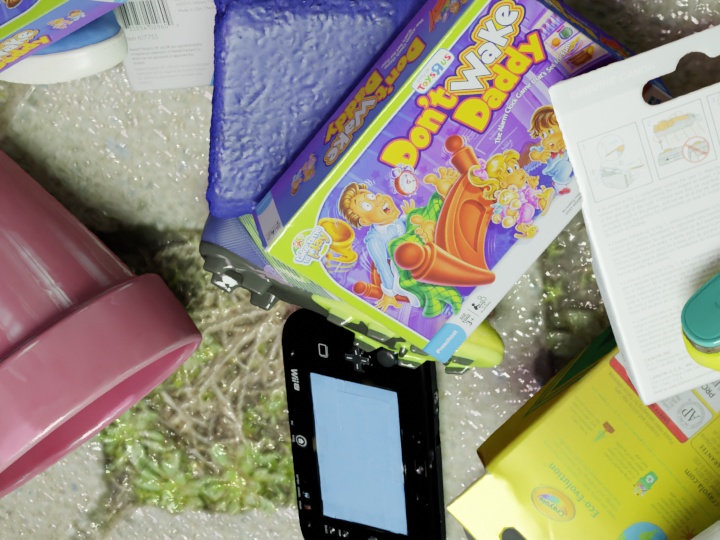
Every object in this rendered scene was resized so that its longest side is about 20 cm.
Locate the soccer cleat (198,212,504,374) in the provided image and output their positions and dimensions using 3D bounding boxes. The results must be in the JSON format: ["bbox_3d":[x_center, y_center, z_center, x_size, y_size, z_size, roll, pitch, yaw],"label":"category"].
[{"bbox_3d":[0.000,0.000,1.519,0.199,0.084,0.065,22,166,10],"label":"soccer cleat"}]

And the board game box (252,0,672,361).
[{"bbox_3d":[0.055,-0.062,1.391,0.134,0.045,0.200,31,109,-27],"label":"board game box"}]

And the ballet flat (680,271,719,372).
[{"bbox_3d":[0.260,-0.012,1.359,0.200,0.067,0.067,-40,134,11],"label":"ballet flat"}]

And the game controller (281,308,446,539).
[{"bbox_3d":[0.003,0.113,1.609,0.104,0.042,0.201,6,121,19],"label":"game controller"}]

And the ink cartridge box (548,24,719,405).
[{"bbox_3d":[0.200,-0.043,1.388,0.162,0.057,0.201,-20,109,0],"label":"ink cartridge box"}]

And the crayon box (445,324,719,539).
[{"bbox_3d":[0.159,0.109,1.480,0.200,0.051,0.127,-42,100,3],"label":"crayon box"}]

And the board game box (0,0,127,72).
[{"bbox_3d":[-0.223,-0.177,1.398,0.199,0.045,0.135,-25,77,31],"label":"board game box"}]

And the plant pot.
[{"bbox_3d":[-0.228,0.029,1.572,0.200,0.200,0.179,-39,86,35],"label":"plant pot"}]

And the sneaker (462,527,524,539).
[{"bbox_3d":[0.164,0.186,1.580,0.200,0.075,0.106,41,138,-5],"label":"sneaker"}]

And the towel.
[{"bbox_3d":[0.011,-0.100,1.423,0.199,0.050,0.148,-2,120,-12],"label":"towel"}]

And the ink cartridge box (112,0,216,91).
[{"bbox_3d":[-0.096,-0.209,1.435,0.115,0.068,0.201,-2,119,23],"label":"ink cartridge box"}]

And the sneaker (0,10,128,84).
[{"bbox_3d":[-0.205,-0.182,1.453,0.200,0.076,0.112,32,136,51],"label":"sneaker"}]

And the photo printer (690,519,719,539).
[{"bbox_3d":[0.253,0.172,1.446,0.166,0.200,0.070,-40,65,32],"label":"photo printer"}]
